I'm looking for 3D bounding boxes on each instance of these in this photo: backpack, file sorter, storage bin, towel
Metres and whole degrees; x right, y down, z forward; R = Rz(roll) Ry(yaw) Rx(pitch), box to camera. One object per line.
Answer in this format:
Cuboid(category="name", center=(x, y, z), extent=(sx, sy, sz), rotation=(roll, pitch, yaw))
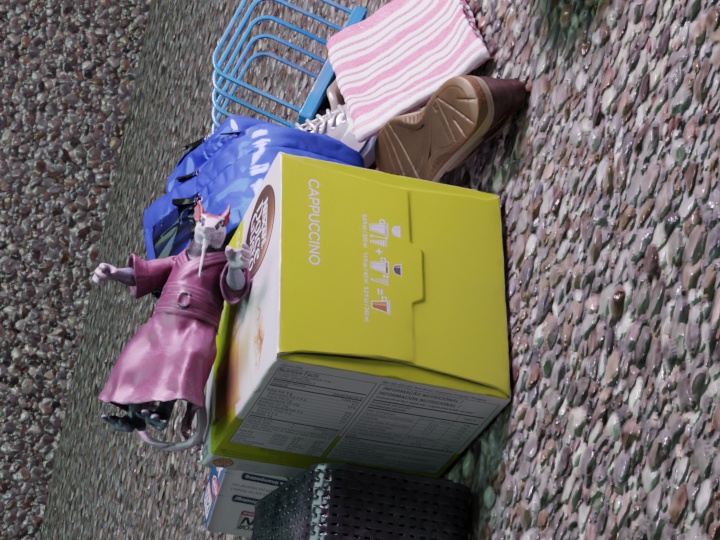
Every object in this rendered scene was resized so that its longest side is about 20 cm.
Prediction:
Cuboid(category="backpack", center=(-0.092, -0.059, 1.659), extent=(0.200, 0.162, 0.168), rotation=(-31, 60, 43))
Cuboid(category="file sorter", center=(-0.083, -0.203, 1.918), extent=(0.139, 0.123, 0.200), rotation=(-63, -4, -19))
Cuboid(category="storage bin", center=(-0.005, 0.229, 1.482), extent=(0.200, 0.135, 0.094), rotation=(139, 139, -64))
Cuboid(category="towel", center=(0.039, -0.207, 1.680), extent=(0.146, 0.030, 0.200), rotation=(-34, 31, 12))

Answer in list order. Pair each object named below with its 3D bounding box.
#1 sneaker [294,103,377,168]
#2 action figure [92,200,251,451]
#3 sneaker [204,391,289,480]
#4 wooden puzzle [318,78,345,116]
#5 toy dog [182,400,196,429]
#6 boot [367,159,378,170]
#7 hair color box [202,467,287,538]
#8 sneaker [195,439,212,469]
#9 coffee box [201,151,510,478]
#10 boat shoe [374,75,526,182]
Cuboid(category="sneaker", center=(-0.029, -0.123, 1.743), extent=(0.200, 0.071, 0.073), rotation=(-54, 29, 24))
Cuboid(category="action figure", center=(-0.134, 0.040, 1.467), extent=(0.149, 0.134, 0.200), rotation=(49, -125, -56))
Cuboid(category="sneaker", center=(-0.052, 0.156, 1.623), extent=(0.080, 0.200, 0.074), rotation=(-27, 31, 53))
Cuboid(category="wooden puzzle", center=(-0.039, -0.123, 1.893), extent=(0.185, 0.037, 0.200), rotation=(-58, -13, -65))
Cuboid(category="toy dog", center=(-0.130, 0.116, 1.887), extent=(0.132, 0.200, 0.096), rotation=(-59, -25, -12))
Cuboid(category="boot", center=(0.000, 0.000, 1.759), extent=(0.186, 0.064, 0.200), rotation=(132, 144, -59))
Cuboid(category="hair color box", center=(-0.077, 0.158, 1.713), extent=(0.061, 0.100, 0.200), rotation=(-111, 37, -65))
Cuboid(category="sneaker", center=(-0.075, 0.126, 1.779), extent=(0.200, 0.090, 0.078), rotation=(-51, 19, 14))
Cuboid(category="coffee box", center=(-0.006, 0.049, 1.497), extent=(0.198, 0.200, 0.200), rotation=(124, 151, -52))
Cuboid(category="boat shoe", center=(0.079, -0.120, 1.571), extent=(0.200, 0.072, 0.072), rotation=(-41, 69, 59))
